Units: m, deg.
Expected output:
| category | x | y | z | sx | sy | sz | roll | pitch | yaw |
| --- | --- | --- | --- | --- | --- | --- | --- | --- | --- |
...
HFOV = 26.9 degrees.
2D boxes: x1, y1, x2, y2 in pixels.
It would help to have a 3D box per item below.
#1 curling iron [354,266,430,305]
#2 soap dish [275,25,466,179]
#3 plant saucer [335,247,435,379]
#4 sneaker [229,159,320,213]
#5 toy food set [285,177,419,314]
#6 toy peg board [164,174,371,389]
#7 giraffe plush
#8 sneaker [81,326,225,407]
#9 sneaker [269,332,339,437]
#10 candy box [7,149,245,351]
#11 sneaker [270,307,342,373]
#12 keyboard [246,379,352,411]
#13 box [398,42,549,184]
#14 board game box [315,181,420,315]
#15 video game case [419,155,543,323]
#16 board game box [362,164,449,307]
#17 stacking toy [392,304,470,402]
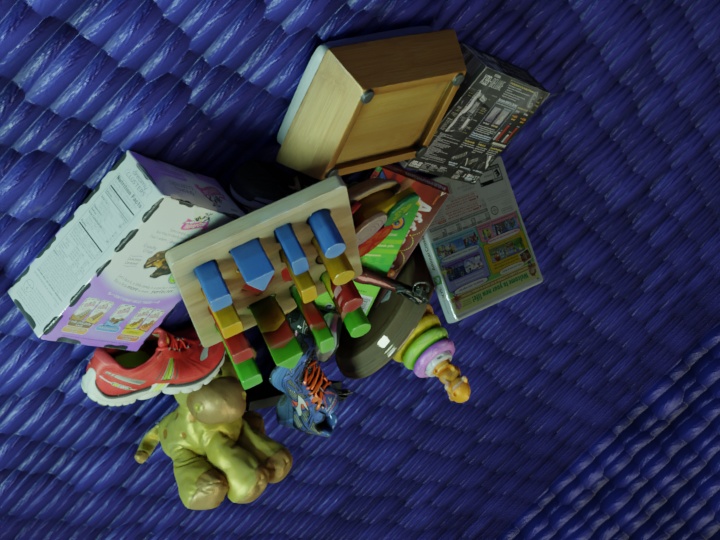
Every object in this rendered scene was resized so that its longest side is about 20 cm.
| category | x | y | z | sx | sy | sz | roll | pitch | yaw |
| --- | --- | --- | --- | --- | --- | --- | --- | --- | --- |
| curling iron | 0.000 | 0.000 | 1.859 | 0.050 | 0.199 | 0.026 | 147 | -38 | -68 |
| soap dish | 0.016 | -0.182 | 1.646 | 0.199 | 0.081 | 0.158 | -17 | 146 | -43 |
| plant saucer | 0.026 | 0.050 | 1.981 | 0.029 | 0.200 | 0.200 | 35 | 107 | -22 |
| sneaker | -0.103 | -0.053 | 1.687 | 0.116 | 0.076 | 0.200 | -51 | 157 | 15 |
| toy food set | -0.027 | -0.035 | 1.736 | 0.199 | 0.049 | 0.198 | -30 | 165 | -34 |
| toy peg board | -0.081 | 0.024 | 1.593 | 0.199 | 0.098 | 0.200 | -25 | 153 | -8 |
| giraffe plush | -0.183 | 0.173 | 1.864 | 0.172 | 0.199 | 0.163 | -28 | 136 | -45 |
| sneaker | -0.231 | 0.099 | 1.754 | 0.199 | 0.077 | 0.085 | -20 | 143 | -42 |
| sneaker | -0.061 | 0.145 | 1.886 | 0.076 | 0.078 | 0.200 | -58 | 162 | -25 |
| candy box | -0.236 | -0.016 | 1.552 | 0.200 | 0.072 | 0.167 | -47 | 156 | 13 |
| sneaker | -0.090 | 0.090 | 1.969 | 0.200 | 0.086 | 0.081 | 129 | -20 | -57 |
| keyboard | -0.094 | 0.171 | 2.046 | 0.199 | 0.126 | 0.021 | -8 | 100 | -52 |
| box | 0.132 | -0.188 | 1.853 | 0.158 | 0.050 | 0.200 | -51 | 155 | 18 |
| board game box | -0.004 | -0.027 | 1.873 | 0.095 | 0.030 | 0.201 | 15 | 129 | -15 |
| video game case | 0.150 | -0.044 | 1.974 | 0.022 | 0.183 | 0.199 | -18 | -178 | 44 |
| board game box | 0.020 | -0.044 | 1.891 | 0.102 | 0.020 | 0.201 | 19 | 125 | -19 |
| stacking toy | 0.089 | 0.107 | 2.100 | 0.109 | 0.200 | 0.116 | -11 | 141 | -49 |
